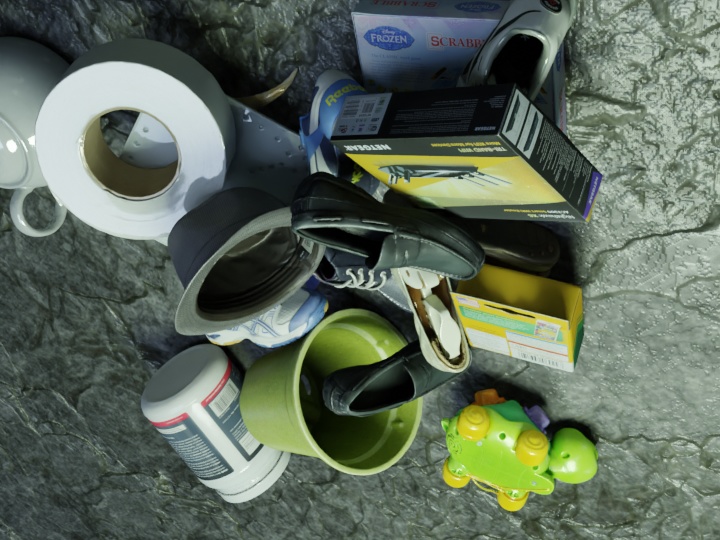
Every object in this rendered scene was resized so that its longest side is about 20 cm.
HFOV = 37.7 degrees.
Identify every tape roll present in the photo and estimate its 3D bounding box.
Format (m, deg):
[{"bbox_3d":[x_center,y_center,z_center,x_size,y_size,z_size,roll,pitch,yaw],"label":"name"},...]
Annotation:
[{"bbox_3d":[-0.233,-0.135,1.104,0.201,0.071,0.203,1,122,2],"label":"tape roll"}]

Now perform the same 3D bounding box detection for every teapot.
[{"bbox_3d":[-0.420,-0.166,1.259,0.199,0.146,0.198,32,138,-3],"label":"teapot"}]

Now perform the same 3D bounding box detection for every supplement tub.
[{"bbox_3d":[-0.203,0.217,1.501,0.140,0.141,0.200,-13,122,37],"label":"supplement tub"}]

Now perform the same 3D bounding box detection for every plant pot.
[{"bbox_3d":[-0.054,0.160,1.350,0.201,0.201,0.184,50,146,-20],"label":"plant pot"}]

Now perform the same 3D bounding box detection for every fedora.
[{"bbox_3d":[-0.130,-0.023,1.098,0.090,0.199,0.177,48,133,24],"label":"fedora"}]

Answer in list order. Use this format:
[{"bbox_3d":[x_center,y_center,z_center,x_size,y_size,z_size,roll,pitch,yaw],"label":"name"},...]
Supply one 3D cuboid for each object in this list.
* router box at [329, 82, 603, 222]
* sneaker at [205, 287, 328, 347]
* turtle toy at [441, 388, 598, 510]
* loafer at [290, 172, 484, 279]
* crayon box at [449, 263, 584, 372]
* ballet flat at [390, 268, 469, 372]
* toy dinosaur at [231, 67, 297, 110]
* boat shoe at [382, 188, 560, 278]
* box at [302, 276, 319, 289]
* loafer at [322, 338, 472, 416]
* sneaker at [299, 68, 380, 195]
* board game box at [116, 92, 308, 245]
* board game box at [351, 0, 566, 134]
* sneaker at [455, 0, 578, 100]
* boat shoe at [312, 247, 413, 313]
[{"bbox_3d":[0.095,-0.103,0.964,0.199,0.052,0.157,5,159,45],"label":"router box"},{"bbox_3d":[-0.134,0.041,1.291,0.199,0.075,0.088,-9,126,34],"label":"sneaker"},{"bbox_3d":[0.195,0.219,1.311,0.199,0.101,0.146,21,138,9],"label":"turtle toy"},{"bbox_3d":[0.026,-0.028,1.030,0.200,0.071,0.068,21,146,-12],"label":"loafer"},{"bbox_3d":[0.173,0.047,1.138,0.125,0.052,0.200,14,165,17],"label":"crayon box"},{"bbox_3d":[0.082,0.024,1.192,0.201,0.067,0.062,68,169,-16],"label":"ballet flat"},{"bbox_3d":[-0.154,-0.169,1.175,0.199,0.058,0.101,1,129,28],"label":"toy dinosaur"},{"bbox_3d":[0.113,-0.031,1.146,0.199,0.072,0.068,21,135,6],"label":"boat shoe"},{"bbox_3d":[-0.140,-0.016,1.323,0.199,0.042,0.119,-7,126,36],"label":"box"},{"bbox_3d":[0.053,0.129,1.249,0.070,0.200,0.068,27,127,58],"label":"loafer"},{"bbox_3d":[-0.023,-0.126,1.101,0.082,0.074,0.200,55,152,25],"label":"sneaker"},{"bbox_3d":[-0.165,-0.104,1.175,0.199,0.026,0.200,27,119,-12],"label":"board game box"},{"bbox_3d":[0.102,-0.170,1.044,0.199,0.041,0.200,9,133,22],"label":"board game box"},{"bbox_3d":[0.123,-0.164,0.944,0.074,0.089,0.200,24,140,2],"label":"sneaker"},{"bbox_3d":[0.000,0.000,1.219,0.200,0.093,0.075,43,138,-12],"label":"boat shoe"}]
